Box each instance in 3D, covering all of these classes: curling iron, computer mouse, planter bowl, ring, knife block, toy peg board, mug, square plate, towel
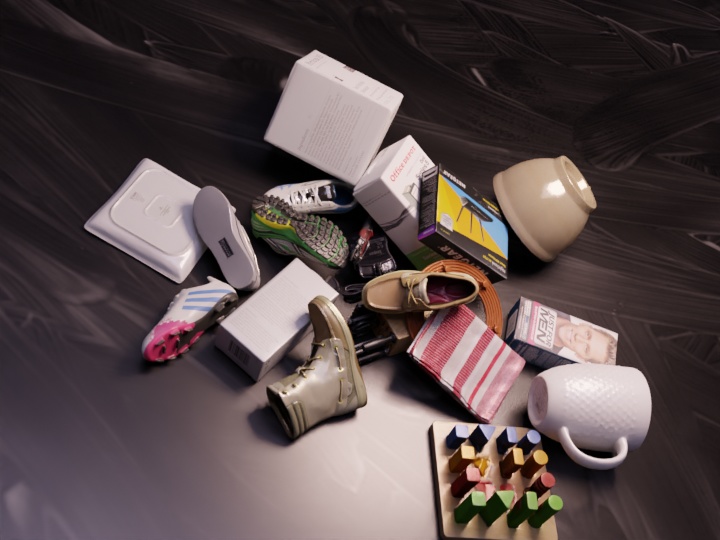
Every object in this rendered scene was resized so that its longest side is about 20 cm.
[{"bbox_3d":[0.013,-0.071,1.755,0.025,0.050,0.200,31,31,-4],"label":"curling iron"},{"bbox_3d":[0.000,0.000,1.728,0.139,0.046,0.200,-17,34,-10],"label":"computer mouse"},{"bbox_3d":[0.367,-0.137,1.857,0.200,0.134,0.201,40,30,-29],"label":"planter bowl"},{"bbox_3d":[0.169,0.079,1.687,0.199,0.019,0.202,6,78,-28],"label":"ring"},{"bbox_3d":[0.072,0.110,1.684,0.199,0.064,0.176,23,53,-4],"label":"knife block"},{"bbox_3d":[0.230,0.329,1.567,0.198,0.098,0.200,7,55,-15],"label":"toy peg board"},{"bbox_3d":[0.386,0.250,1.639,0.174,0.148,0.201,7,43,-12],"label":"mug"},{"bbox_3d":[-0.349,-0.098,1.702,0.197,0.029,0.200,30,52,2],"label":"square plate"},{"bbox_3d":[0.185,0.151,1.660,0.200,0.023,0.144,42,64,-15],"label":"towel"}]

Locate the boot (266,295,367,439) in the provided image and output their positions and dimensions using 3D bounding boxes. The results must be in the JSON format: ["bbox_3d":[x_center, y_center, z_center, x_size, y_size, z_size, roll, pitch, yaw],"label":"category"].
[{"bbox_3d":[-0.084,0.155,1.558,0.154,0.072,0.201,-22,98,-27],"label":"boot"}]

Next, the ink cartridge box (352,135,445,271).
[{"bbox_3d":[0.099,-0.125,1.790,0.200,0.084,0.146,48,45,-17],"label":"ink cartridge box"}]

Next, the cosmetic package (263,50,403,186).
[{"bbox_3d":[-0.049,-0.291,1.822,0.199,0.166,0.165,27,22,-1],"label":"cosmetic package"}]

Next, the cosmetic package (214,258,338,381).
[{"bbox_3d":[-0.140,0.081,1.624,0.101,0.071,0.200,40,54,11],"label":"cosmetic package"}]

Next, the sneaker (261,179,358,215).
[{"bbox_3d":[-0.091,-0.137,1.788,0.199,0.072,0.072,-8,74,-24],"label":"sneaker"}]

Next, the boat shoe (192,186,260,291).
[{"bbox_3d":[-0.228,-0.053,1.684,0.072,0.066,0.201,-33,73,5],"label":"boat shoe"}]

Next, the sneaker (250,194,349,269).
[{"bbox_3d":[-0.107,-0.058,1.719,0.199,0.085,0.078,31,49,15],"label":"sneaker"}]

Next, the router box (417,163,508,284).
[{"bbox_3d":[0.190,-0.081,1.756,0.199,0.051,0.150,30,52,-35],"label":"router box"}]

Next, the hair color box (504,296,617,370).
[{"bbox_3d":[0.369,0.134,1.774,0.199,0.061,0.100,21,53,-5],"label":"hair color box"}]

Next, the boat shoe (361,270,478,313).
[{"bbox_3d":[0.101,0.032,1.613,0.198,0.066,0.075,-7,88,-4],"label":"boat shoe"}]

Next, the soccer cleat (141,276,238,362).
[{"bbox_3d":[-0.292,0.079,1.584,0.086,0.070,0.200,35,48,26],"label":"soccer cleat"}]
